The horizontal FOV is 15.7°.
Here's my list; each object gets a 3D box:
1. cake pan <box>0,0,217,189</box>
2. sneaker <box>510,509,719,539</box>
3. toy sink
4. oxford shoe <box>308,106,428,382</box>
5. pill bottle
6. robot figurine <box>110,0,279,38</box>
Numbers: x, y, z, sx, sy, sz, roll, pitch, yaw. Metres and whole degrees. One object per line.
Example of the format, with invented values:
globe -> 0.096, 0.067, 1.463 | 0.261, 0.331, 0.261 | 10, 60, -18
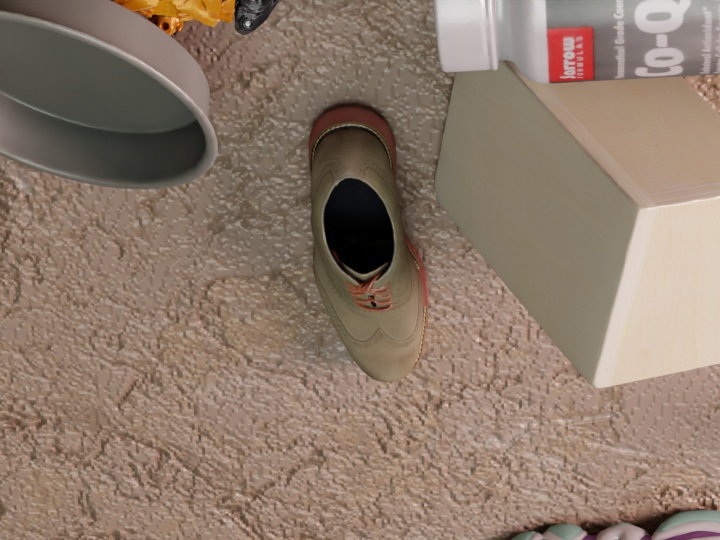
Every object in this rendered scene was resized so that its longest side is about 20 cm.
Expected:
cake pan -> -0.174, -0.111, 1.521 | 0.200, 0.037, 0.200 | 15, 157, 6
sneaker -> 0.165, 0.235, 1.746 | 0.200, 0.140, 0.078 | -15, 124, 13
toy sink -> 0.146, -0.048, 1.546 | 0.112, 0.200, 0.130 | -10, 130, -27
oxford shoe -> 0.000, 0.000, 1.623 | 0.070, 0.075, 0.200 | -9, 126, 8
pill bottle -> 0.142, -0.163, 1.473 | 0.200, 0.114, 0.114 | -3, 126, 5
robot figurine -> -0.097, -0.221, 1.447 | 0.145, 0.058, 0.200 | 8, 125, -4
